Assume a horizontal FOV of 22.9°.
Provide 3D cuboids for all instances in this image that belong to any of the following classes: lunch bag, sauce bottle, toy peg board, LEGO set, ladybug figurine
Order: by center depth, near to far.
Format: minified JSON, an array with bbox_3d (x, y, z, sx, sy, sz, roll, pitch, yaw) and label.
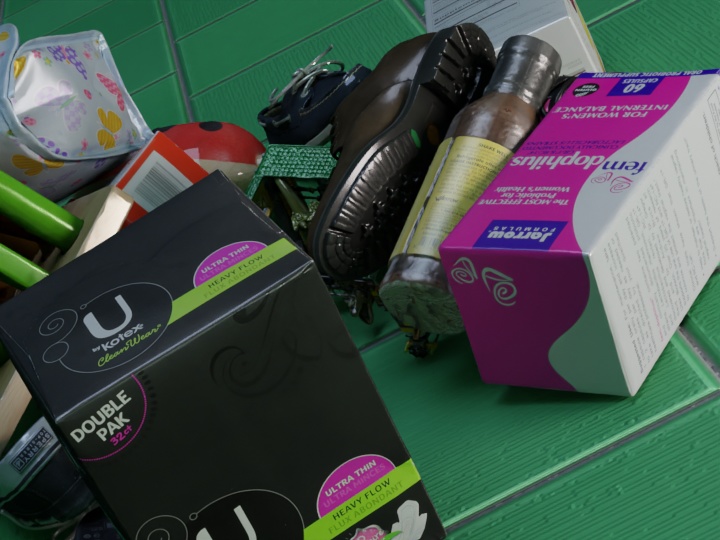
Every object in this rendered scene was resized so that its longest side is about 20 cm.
[{"bbox_3d":[0.074,-0.057,1.086,0.065,0.065,0.200,-3,53,45],"label":"sauce bottle"},{"bbox_3d":[0.000,0.000,1.192,0.200,0.116,0.154,-3,50,21],"label":"LEGO set"},{"bbox_3d":[-0.271,0.023,1.212,0.199,0.098,0.200,-12,48,61],"label":"toy peg board"},{"bbox_3d":[-0.278,-0.100,1.329,0.170,0.127,0.200,-27,2,22],"label":"lunch bag"},{"bbox_3d":[-0.150,-0.073,1.449,0.200,0.072,0.136,-12,-15,30],"label":"ladybug figurine"}]

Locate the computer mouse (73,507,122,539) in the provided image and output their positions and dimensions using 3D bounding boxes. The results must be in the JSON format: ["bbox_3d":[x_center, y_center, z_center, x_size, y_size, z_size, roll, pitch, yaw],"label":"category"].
[{"bbox_3d":[-0.129,0.195,0.993,0.059,0.034,0.200,-2,26,-10],"label":"computer mouse"}]

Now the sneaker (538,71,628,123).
[{"bbox_3d":[0.131,-0.105,1.185,0.200,0.077,0.084,-4,-9,3],"label":"sneaker"}]

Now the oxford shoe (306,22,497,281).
[{"bbox_3d":[0.013,-0.071,1.128,0.084,0.073,0.200,-1,46,41],"label":"oxford shoe"}]

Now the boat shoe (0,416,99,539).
[{"bbox_3d":[-0.196,0.134,1.136,0.074,0.068,0.199,-48,4,-19],"label":"boat shoe"}]

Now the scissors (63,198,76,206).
[{"bbox_3d":[-0.291,0.021,1.404,0.200,0.014,0.073,-49,10,3],"label":"scissors"}]

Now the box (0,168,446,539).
[{"bbox_3d":[-0.072,0.081,0.922,0.148,0.200,0.124,-32,35,-11],"label":"box"}]

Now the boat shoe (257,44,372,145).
[{"bbox_3d":[-0.037,-0.136,1.461,0.075,0.062,0.200,-37,3,-17],"label":"boat shoe"}]

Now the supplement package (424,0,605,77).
[{"bbox_3d":[0.120,-0.151,1.331,0.109,0.114,0.200,-24,23,12],"label":"supplement package"}]

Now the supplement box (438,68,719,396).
[{"bbox_3d":[0.144,-0.027,1.047,0.101,0.103,0.200,3,38,35],"label":"supplement box"}]

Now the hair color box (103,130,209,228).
[{"bbox_3d":[-0.207,-0.006,1.362,0.200,0.064,0.111,-43,12,35],"label":"hair color box"}]
